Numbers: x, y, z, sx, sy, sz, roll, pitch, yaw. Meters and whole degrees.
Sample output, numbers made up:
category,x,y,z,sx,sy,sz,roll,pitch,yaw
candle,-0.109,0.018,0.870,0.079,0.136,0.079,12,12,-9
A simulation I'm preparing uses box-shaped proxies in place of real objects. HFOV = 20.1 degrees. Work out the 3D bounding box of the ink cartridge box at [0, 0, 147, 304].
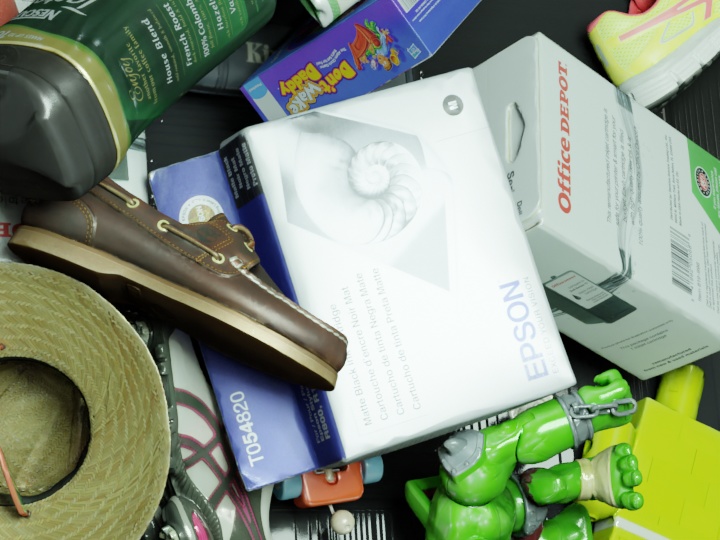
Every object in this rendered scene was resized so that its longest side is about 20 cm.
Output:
category,x,y,z,sx,sy,sz,roll,pitch,yaw
ink cartridge box,-0.206,-0.085,1.201,0.145,0.083,0.202,1,74,-23

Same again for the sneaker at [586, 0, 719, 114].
category,x,y,z,sx,sy,sz,roll,pitch,yaw
sneaker,0.239,-0.195,1.449,0.200,0.078,0.090,-39,85,-30

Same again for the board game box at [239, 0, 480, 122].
category,x,y,z,sx,sy,sz,roll,pitch,yaw
board game box,0.026,-0.170,1.263,0.045,0.134,0.200,52,42,-13

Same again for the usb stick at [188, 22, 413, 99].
category,x,y,z,sx,sy,sz,roll,pitch,yaw
usb stick,-0.056,-0.135,1.313,0.198,0.033,0.056,4,67,-28

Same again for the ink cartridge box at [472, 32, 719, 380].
category,x,y,z,sx,sy,sz,roll,pitch,yaw
ink cartridge box,0.148,-0.039,1.305,0.199,0.083,0.148,30,49,-36

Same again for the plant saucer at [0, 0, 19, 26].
category,x,y,z,sx,sy,sz,roll,pitch,yaw
plant saucer,-0.303,-0.172,1.128,0.198,0.037,0.201,-19,77,-11

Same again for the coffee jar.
category,x,y,z,sx,sy,sz,roll,pitch,yaw
coffee jar,-0.139,-0.121,1.108,0.200,0.104,0.086,-50,134,-38

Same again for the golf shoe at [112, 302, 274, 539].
category,x,y,z,sx,sy,sz,roll,pitch,yaw
golf shoe,-0.100,0.100,1.195,0.088,0.077,0.202,-19,107,-36

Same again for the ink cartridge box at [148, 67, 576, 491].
category,x,y,z,sx,sy,sz,roll,pitch,yaw
ink cartridge box,0.000,0.003,1.162,0.198,0.041,0.201,-18,83,-11

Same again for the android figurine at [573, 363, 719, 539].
category,x,y,z,sx,sy,sz,roll,pitch,yaw
android figurine,0.220,0.166,1.351,0.181,0.041,0.201,27,64,-15

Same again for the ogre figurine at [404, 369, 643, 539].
category,x,y,z,sx,sy,sz,roll,pitch,yaw
ogre figurine,0.094,0.154,1.228,0.119,0.201,0.099,-5,56,-19

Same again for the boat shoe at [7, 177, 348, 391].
category,x,y,z,sx,sy,sz,roll,pitch,yaw
boat shoe,-0.092,-0.003,1.112,0.199,0.070,0.071,26,72,1

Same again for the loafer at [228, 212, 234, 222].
category,x,y,z,sx,sy,sz,roll,pitch,yaw
loafer,0.000,0.000,1.219,0.198,0.071,0.074,19,72,-19

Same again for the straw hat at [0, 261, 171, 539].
category,x,y,z,sx,sy,sz,roll,pitch,yaw
straw hat,-0.193,0.088,1.155,0.199,0.085,0.203,0,92,10

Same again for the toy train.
category,x,y,z,sx,sy,sz,roll,pitch,yaw
toy train,0.022,0.078,1.283,0.198,0.056,0.152,-12,85,-26

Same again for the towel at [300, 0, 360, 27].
category,x,y,z,sx,sy,sz,roll,pitch,yaw
towel,-0.003,-0.253,1.191,0.153,0.023,0.200,48,61,-5
